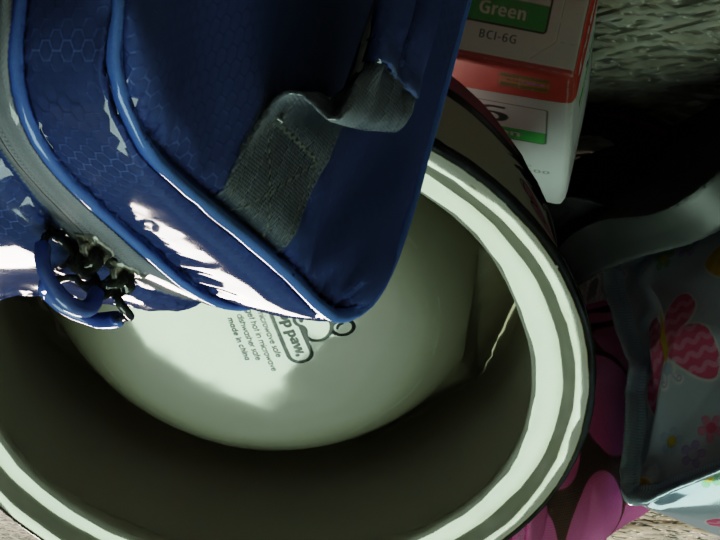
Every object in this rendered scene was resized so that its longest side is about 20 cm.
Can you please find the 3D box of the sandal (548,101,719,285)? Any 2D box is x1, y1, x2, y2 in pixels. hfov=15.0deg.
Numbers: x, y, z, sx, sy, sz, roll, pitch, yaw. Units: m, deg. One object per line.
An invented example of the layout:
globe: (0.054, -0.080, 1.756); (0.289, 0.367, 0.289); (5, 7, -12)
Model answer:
sandal: (0.079, -0.032, 0.967); (0.048, 0.075, 0.200); (44, 149, -13)

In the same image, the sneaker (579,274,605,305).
sneaker: (0.132, 0.040, 1.164); (0.087, 0.074, 0.200); (5, 168, 30)

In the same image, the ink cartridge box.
ink cartridge box: (0.017, -0.080, 0.845); (0.109, 0.050, 0.200); (12, 166, 6)

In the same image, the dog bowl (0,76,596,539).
dog bowl: (-0.029, 0.008, 0.826); (0.200, 0.074, 0.200); (2, 129, 3)

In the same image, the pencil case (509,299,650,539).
pencil case: (0.059, 0.062, 0.994); (0.094, 0.091, 0.200); (-14, -179, 31)

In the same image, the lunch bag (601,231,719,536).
lunch bag: (0.212, 0.035, 0.959); (0.200, 0.127, 0.170); (-23, 148, 32)

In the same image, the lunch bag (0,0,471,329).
lunch bag: (-0.044, -0.081, 0.599); (0.132, 0.200, 0.136); (1, 157, 29)
